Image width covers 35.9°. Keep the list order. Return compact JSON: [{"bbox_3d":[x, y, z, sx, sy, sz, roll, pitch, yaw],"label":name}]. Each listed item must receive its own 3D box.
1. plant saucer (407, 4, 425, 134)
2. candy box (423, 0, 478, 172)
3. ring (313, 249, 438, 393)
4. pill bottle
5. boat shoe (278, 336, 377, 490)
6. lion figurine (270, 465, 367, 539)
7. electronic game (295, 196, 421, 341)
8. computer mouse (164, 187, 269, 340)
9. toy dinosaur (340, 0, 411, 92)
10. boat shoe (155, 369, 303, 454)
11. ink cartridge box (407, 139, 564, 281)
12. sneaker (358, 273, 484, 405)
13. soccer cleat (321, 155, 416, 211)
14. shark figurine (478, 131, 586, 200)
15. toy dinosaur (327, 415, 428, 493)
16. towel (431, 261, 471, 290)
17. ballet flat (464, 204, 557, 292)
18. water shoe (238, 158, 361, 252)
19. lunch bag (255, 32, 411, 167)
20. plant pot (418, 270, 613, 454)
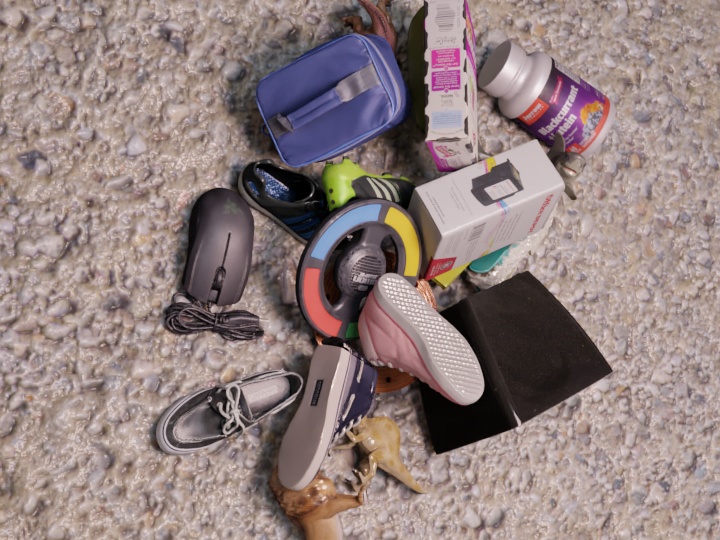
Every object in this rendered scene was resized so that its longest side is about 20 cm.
[{"bbox_3d":[0.096,-0.281,1.587,0.031,0.200,0.203,-3,79,13],"label":"plant saucer"},{"bbox_3d":[0.122,-0.249,1.497,0.060,0.136,0.203,-3,76,11],"label":"candy box"},{"bbox_3d":[0.021,0.070,1.551,0.198,0.019,0.204,5,79,-26],"label":"ring"},{"bbox_3d":[0.281,-0.263,1.696,0.199,0.111,0.113,30,68,-19],"label":"pill bottle"},{"bbox_3d":[-0.035,0.195,1.429,0.092,0.074,0.202,34,69,-41],"label":"boat shoe"},{"bbox_3d":[-0.045,0.341,1.433,0.121,0.072,0.203,-10,91,6],"label":"lion figurine"},{"bbox_3d":[0.000,0.000,1.475,0.198,0.041,0.203,-17,120,-31],"label":"electronic game"},{"bbox_3d":[-0.177,-0.014,1.446,0.137,0.053,0.203,8,77,-25],"label":"computer mouse"},{"bbox_3d":[0.025,-0.297,1.552,0.085,0.202,0.136,-8,42,-4],"label":"toy dinosaur"},{"bbox_3d":[-0.162,0.177,1.408,0.197,0.068,0.075,-15,87,-29],"label":"boat shoe"},{"bbox_3d":[0.167,-0.083,1.550,0.198,0.146,0.083,-23,69,-17],"label":"ink cartridge box"},{"bbox_3d":[0.072,0.108,1.444,0.075,0.105,0.201,-27,71,-44],"label":"sneaker"},{"bbox_3d":[0.017,-0.098,1.530,0.199,0.067,0.082,12,71,-50],"label":"soccer cleat"},{"bbox_3d":[0.259,-0.174,1.659,0.128,0.212,0.091,37,71,-53],"label":"shark figurine"},{"bbox_3d":[0.023,0.249,1.495,0.101,0.058,0.201,-41,100,-28],"label":"toy dinosaur"},{"bbox_3d":[0.153,-0.062,1.634,0.086,0.018,0.200,39,64,12],"label":"towel"},{"bbox_3d":[0.227,-0.035,1.660,0.200,0.072,0.072,-43,100,-25],"label":"ballet flat"},{"bbox_3d":[-0.071,-0.084,1.499,0.198,0.079,0.072,25,70,-21],"label":"water shoe"},{"bbox_3d":[-0.043,-0.224,1.472,0.137,0.198,0.132,64,18,-1],"label":"lunch bag"},{"bbox_3d":[0.186,0.118,1.526,0.198,0.199,0.179,-23,84,-34],"label":"plant pot"}]
